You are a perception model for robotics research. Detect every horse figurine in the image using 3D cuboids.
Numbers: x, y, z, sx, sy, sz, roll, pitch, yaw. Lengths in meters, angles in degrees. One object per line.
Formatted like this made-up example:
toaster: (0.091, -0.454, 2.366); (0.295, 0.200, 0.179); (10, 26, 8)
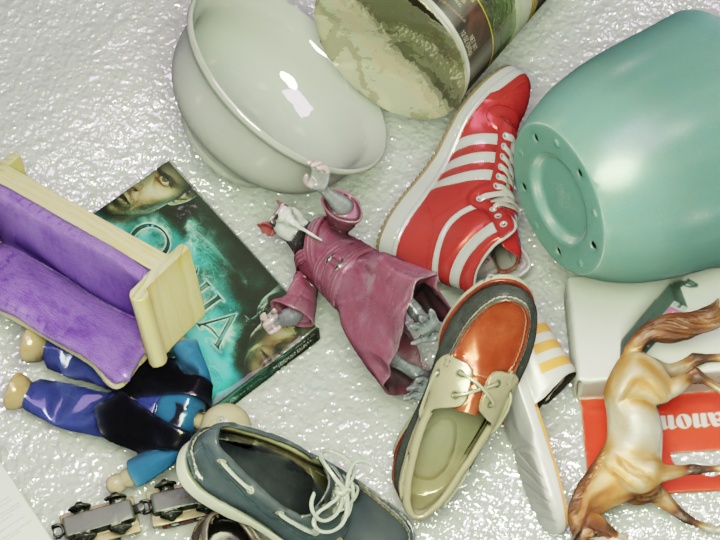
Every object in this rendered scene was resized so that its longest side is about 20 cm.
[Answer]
horse figurine: (0.228, 0.118, 1.673); (0.132, 0.050, 0.201); (8, 82, -4)

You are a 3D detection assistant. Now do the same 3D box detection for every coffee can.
coffee can: (0.076, -0.241, 1.811); (0.146, 0.147, 0.200); (30, 57, 15)

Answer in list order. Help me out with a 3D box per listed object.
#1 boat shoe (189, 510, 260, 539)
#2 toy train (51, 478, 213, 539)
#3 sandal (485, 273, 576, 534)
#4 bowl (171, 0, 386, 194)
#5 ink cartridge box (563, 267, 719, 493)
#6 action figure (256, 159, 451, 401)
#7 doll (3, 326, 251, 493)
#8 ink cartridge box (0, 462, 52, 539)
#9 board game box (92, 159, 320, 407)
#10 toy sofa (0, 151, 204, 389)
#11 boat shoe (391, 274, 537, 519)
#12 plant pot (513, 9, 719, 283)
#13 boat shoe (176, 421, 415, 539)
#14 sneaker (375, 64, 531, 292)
boat shoe: (-0.081, 0.266, 1.621); (0.074, 0.073, 0.200); (-23, 65, -10)
toy train: (-0.137, 0.177, 1.683); (0.199, 0.046, 0.034); (-13, 71, -9)
sandal: (0.140, 0.101, 1.703); (0.059, 0.079, 0.207); (-13, 75, -13)
bowl: (-0.082, -0.132, 1.788); (0.201, 0.090, 0.201); (32, 34, -25)
ink cartridge box: (0.266, 0.084, 1.723); (0.199, 0.044, 0.174); (-4, 62, -1)
action figure: (0.000, 0.000, 1.715); (0.200, 0.149, 0.134); (43, 111, 34)
doll: (-0.174, 0.105, 1.698); (0.199, 0.048, 0.137); (13, 79, 20)
ink cartridge box: (-0.286, 0.216, 1.670); (0.099, 0.039, 0.200); (-31, 68, -14)
board game box: (-0.145, 0.019, 1.770); (0.135, 0.028, 0.200); (-37, 68, -15)
toy sofa: (-0.226, -0.001, 1.699); (0.200, 0.083, 0.098); (28, 57, 28)
boat shoe: (0.077, 0.095, 1.641); (0.071, 0.200, 0.063); (22, 27, -10)
plant pot: (0.217, -0.081, 1.703); (0.161, 0.201, 0.201); (-23, 65, -22)
boat shoe: (-0.038, 0.166, 1.636); (0.200, 0.062, 0.075); (30, 51, -17)
sneaker: (0.110, -0.068, 1.776); (0.112, 0.071, 0.200); (25, 74, 29)
